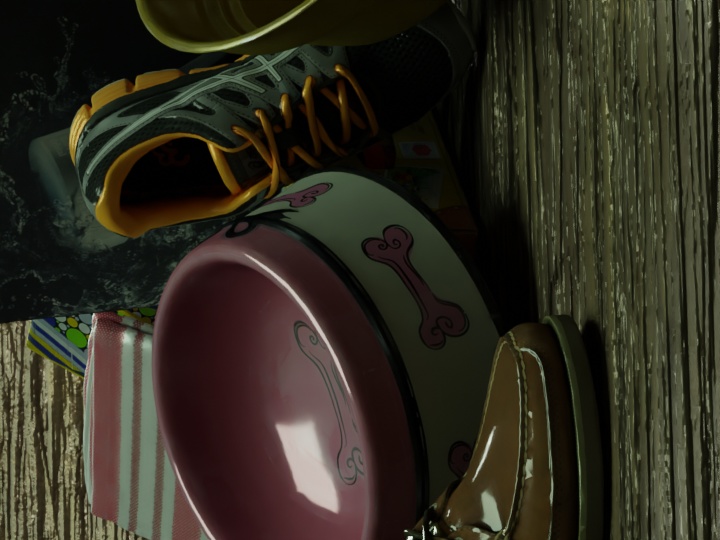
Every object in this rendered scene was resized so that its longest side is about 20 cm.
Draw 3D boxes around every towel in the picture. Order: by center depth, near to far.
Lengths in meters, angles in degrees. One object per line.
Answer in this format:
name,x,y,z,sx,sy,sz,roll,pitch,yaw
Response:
towel,-0.064,0.107,1.364,0.030,0.200,0.146,-53,-24,-48

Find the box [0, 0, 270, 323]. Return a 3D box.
box,-0.152,-0.087,1.244,0.117,0.200,0.197,-120,26,-64

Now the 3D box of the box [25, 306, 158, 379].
box,-0.089,0.050,1.399,0.064,0.200,0.070,-48,-19,-46

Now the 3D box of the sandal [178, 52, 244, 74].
sandal,-0.028,-0.102,1.163,0.200,0.076,0.043,-43,23,15

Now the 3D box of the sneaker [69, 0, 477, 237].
sneaker,-0.039,-0.066,1.120,0.077,0.200,0.078,-94,-21,-58

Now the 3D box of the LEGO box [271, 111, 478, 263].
LEGO box,0.000,0.000,1.221,0.200,0.077,0.149,-106,17,-61

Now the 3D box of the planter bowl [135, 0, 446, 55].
planter bowl,-0.001,-0.160,1.059,0.200,0.083,0.200,-30,42,31

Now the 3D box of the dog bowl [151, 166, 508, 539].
dog bowl,-0.017,0.060,1.062,0.200,0.074,0.200,28,126,47

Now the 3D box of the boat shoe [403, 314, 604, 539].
boat shoe,0.050,0.115,0.929,0.072,0.068,0.200,-115,27,-74
